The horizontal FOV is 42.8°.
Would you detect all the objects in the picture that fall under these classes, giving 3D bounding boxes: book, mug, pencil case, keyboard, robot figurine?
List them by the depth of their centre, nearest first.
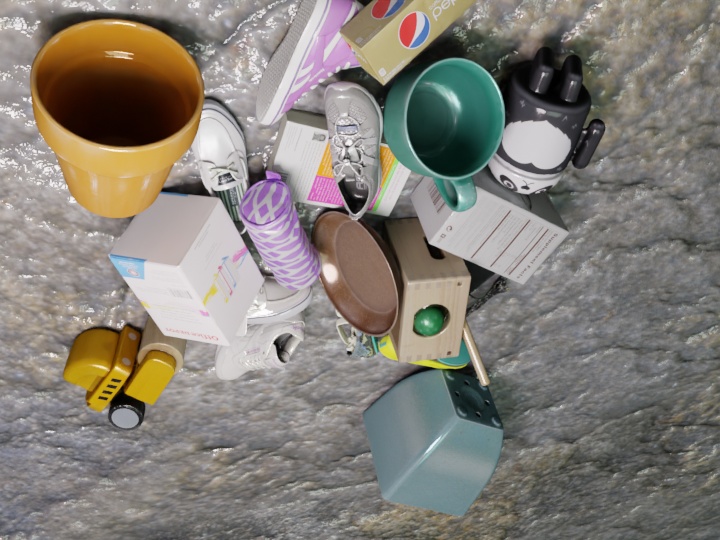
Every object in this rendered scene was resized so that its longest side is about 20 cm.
[{"bbox_3d":[0.100,-0.188,1.236,0.149,0.114,0.189,16,93,-22],"label":"mug"},{"bbox_3d":[0.249,-0.204,1.288,0.123,0.150,0.203,-23,143,-37],"label":"robot figurine"},{"bbox_3d":[-0.030,-0.148,1.317,0.196,0.049,0.135,8,130,-20],"label":"book"},{"bbox_3d":[-0.110,-0.050,1.328,0.082,0.087,0.201,18,158,20],"label":"pencil case"},{"bbox_3d":[0.174,0.029,1.557,0.199,0.021,0.126,-39,124,21],"label":"keyboard"}]

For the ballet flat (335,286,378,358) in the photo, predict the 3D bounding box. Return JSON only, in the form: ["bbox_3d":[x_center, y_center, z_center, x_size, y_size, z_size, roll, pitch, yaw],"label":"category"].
[{"bbox_3d":[-0.010,0.075,1.516,0.073,0.075,0.203,-12,132,-5],"label":"ballet flat"}]

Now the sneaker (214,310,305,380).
[{"bbox_3d":[-0.167,0.127,1.494,0.199,0.101,0.074,-40,133,23],"label":"sneaker"}]

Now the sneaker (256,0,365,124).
[{"bbox_3d":[-0.053,-0.260,1.189,0.113,0.073,0.202,16,126,-32],"label":"sneaker"}]

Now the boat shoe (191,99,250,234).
[{"bbox_3d":[-0.183,-0.138,1.265,0.072,0.067,0.202,-18,134,1],"label":"boat shoe"}]

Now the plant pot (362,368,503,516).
[{"bbox_3d":[0.147,0.293,1.670,0.193,0.198,0.201,18,125,-29],"label":"plant pot"}]

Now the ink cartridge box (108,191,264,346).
[{"bbox_3d":[-0.238,0.006,1.313,0.126,0.127,0.202,8,143,27],"label":"ink cartridge box"}]

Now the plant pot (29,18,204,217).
[{"bbox_3d":[-0.299,-0.169,1.132,0.195,0.204,0.184,1,147,-17],"label":"plant pot"}]

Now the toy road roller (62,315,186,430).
[{"bbox_3d":[-0.371,0.138,1.434,0.144,0.124,0.200,29,120,-23],"label":"toy road roller"}]

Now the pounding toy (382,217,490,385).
[{"bbox_3d":[0.117,0.051,1.423,0.139,0.202,0.187,-5,128,-12],"label":"pounding toy"}]

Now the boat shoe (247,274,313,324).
[{"bbox_3d":[-0.172,0.037,1.433,0.195,0.072,0.071,-8,137,0],"label":"boat shoe"}]

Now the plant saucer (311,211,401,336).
[{"bbox_3d":[0.000,0.000,1.383,0.036,0.200,0.203,-29,142,-32],"label":"plant saucer"}]

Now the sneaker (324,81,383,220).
[{"bbox_3d":[-0.006,-0.157,1.220,0.073,0.083,0.202,-1,135,15],"label":"sneaker"}]

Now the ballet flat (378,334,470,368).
[{"bbox_3d":[0.109,0.138,1.609,0.197,0.068,0.066,13,153,-42],"label":"ballet flat"}]

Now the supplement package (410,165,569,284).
[{"bbox_3d":[0.194,-0.085,1.389,0.197,0.118,0.118,21,122,-32],"label":"supplement package"}]

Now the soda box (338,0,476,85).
[{"bbox_3d":[0.073,-0.327,1.128,0.199,0.068,0.064,-42,132,0],"label":"soda box"}]
